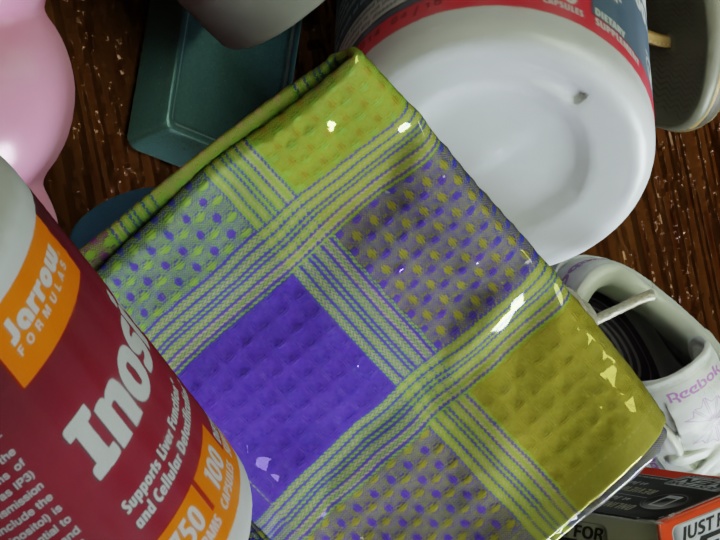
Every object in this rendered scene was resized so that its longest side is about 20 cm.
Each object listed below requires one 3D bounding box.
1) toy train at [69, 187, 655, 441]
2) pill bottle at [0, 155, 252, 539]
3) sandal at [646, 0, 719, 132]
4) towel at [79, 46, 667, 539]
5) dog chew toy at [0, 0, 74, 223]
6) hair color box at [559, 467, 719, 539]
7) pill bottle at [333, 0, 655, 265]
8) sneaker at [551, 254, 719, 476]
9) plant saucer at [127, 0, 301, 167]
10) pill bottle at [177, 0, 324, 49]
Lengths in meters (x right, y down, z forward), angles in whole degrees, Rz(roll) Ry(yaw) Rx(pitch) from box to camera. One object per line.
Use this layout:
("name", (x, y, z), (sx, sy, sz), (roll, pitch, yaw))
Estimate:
("toy train", (0.000, 0.000, 1.056), (0.199, 0.085, 0.116), (-23, 124, -5))
("pill bottle", (-0.127, 0.033, 0.913), (0.200, 0.112, 0.113), (54, 51, -34))
("sandal", (0.110, -0.152, 1.238), (0.054, 0.080, 0.201), (-25, 120, -32))
("towel", (0.004, 0.035, 1.018), (0.143, 0.023, 0.200), (-38, 114, 3))
("dog chew toy", (-0.151, -0.069, 0.993), (0.124, 0.124, 0.201), (-18, 102, -42))
("hair color box", (0.112, 0.181, 1.159), (0.061, 0.101, 0.201), (-17, 104, -38))
("pill bottle", (0.050, -0.107, 1.137), (0.119, 0.119, 0.201), (38, 33, -29))
("sneaker", (0.131, 0.080, 1.195), (0.075, 0.100, 0.200), (-38, 90, -15))
("plant saucer", (-0.045, -0.133, 1.160), (0.070, 0.019, 0.201), (21, 70, -36))
("pill bottle", (-0.084, -0.180, 1.063), (0.200, 0.114, 0.114), (44, 56, -22))
